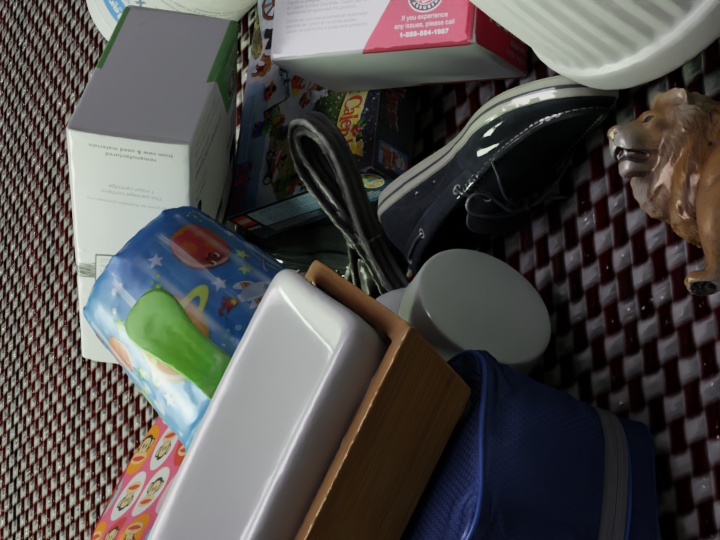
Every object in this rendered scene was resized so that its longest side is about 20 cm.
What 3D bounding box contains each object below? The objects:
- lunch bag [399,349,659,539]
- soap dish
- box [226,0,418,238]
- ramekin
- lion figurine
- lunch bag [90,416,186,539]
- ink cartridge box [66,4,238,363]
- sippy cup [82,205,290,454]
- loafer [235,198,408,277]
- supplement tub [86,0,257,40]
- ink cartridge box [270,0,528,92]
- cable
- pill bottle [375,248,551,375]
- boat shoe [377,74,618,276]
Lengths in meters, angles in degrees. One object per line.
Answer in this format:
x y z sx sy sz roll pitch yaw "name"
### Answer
0.064 0.150 0.950 0.200 0.132 0.136 -43 30 45 "lunch bag"
-0.030 0.106 0.922 0.200 0.081 0.157 -64 21 2 "soap dish"
-0.021 -0.133 1.223 0.137 0.038 0.200 -18 56 40 "box"
0.123 -0.204 0.907 0.200 0.105 0.200 -35 44 41 "ramekin"
0.200 -0.052 0.820 0.200 0.072 0.123 -22 50 45 "lion figurine"
-0.116 0.152 1.344 0.200 0.082 0.176 -17 44 62 "lunch bag"
-0.135 -0.052 1.202 0.146 0.084 0.200 -76 -8 -48 "ink cartridge box"
-0.090 0.035 1.079 0.130 0.140 0.178 42 151 10 "sippy cup"
-0.024 -0.032 1.261 0.200 0.068 0.070 8 83 59 "loafer"
-0.135 -0.261 1.471 0.200 0.132 0.132 -32 55 57 "supplement tub"
0.030 -0.221 1.113 0.145 0.083 0.200 -1 80 31 "ink cartridge box"
0.000 0.000 1.130 0.097 0.050 0.200 19 136 54 "cable"
0.029 0.081 1.063 0.200 0.113 0.113 -57 35 41 "pill bottle"
0.082 -0.054 1.037 0.200 0.075 0.062 -37 64 46 "boat shoe"
